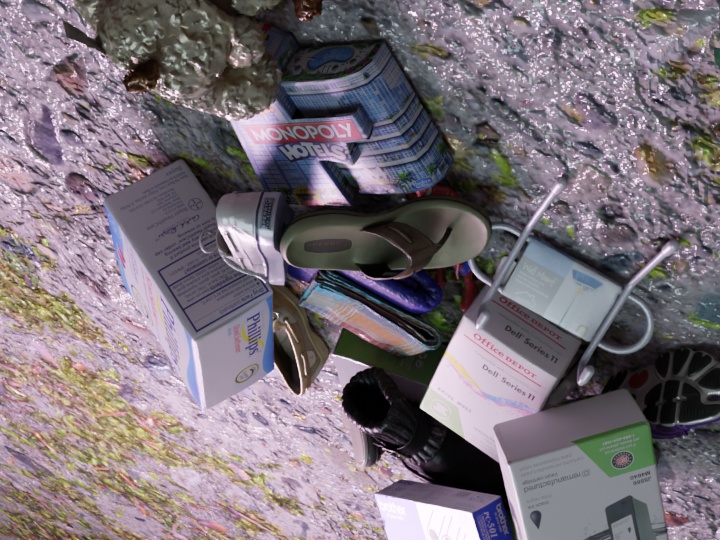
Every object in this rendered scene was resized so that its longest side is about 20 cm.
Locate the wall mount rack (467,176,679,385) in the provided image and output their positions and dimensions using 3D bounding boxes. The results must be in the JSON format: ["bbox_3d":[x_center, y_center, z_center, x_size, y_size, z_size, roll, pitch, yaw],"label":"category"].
[{"bbox_3d":[0.199,0.005,1.242,0.198,0.075,0.175,28,114,0],"label":"wall mount rack"}]

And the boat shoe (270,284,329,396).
[{"bbox_3d":[-0.103,0.074,1.622,0.072,0.064,0.202,8,147,31],"label":"boat shoe"}]

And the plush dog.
[{"bbox_3d":[-0.125,-0.223,1.051,0.199,0.173,0.161,36,-165,-8],"label":"plush dog"}]

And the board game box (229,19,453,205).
[{"bbox_3d":[-0.046,-0.145,1.207,0.198,0.062,0.200,3,144,38],"label":"board game box"}]

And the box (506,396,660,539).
[{"bbox_3d":[0.215,0.274,1.537,0.122,0.202,0.192,37,150,-19],"label":"box"}]

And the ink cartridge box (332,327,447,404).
[{"bbox_3d":[0.071,0.129,1.567,0.197,0.060,0.104,18,151,17],"label":"ink cartridge box"}]

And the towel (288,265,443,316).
[{"bbox_3d":[0.000,0.000,1.388,0.146,0.050,0.200,29,168,-10],"label":"towel"}]

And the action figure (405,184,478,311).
[{"bbox_3d":[0.077,-0.030,1.314,0.065,0.052,0.201,19,149,25],"label":"action figure"}]

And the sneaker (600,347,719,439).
[{"bbox_3d":[0.324,0.132,1.363,0.082,0.082,0.200,21,164,-18],"label":"sneaker"}]

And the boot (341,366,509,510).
[{"bbox_3d":[0.084,0.188,1.490,0.209,0.080,0.158,7,147,45],"label":"boot"}]

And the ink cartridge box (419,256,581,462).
[{"bbox_3d":[0.147,0.094,1.366,0.116,0.067,0.201,33,137,12],"label":"ink cartridge box"}]

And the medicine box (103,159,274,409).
[{"bbox_3d":[-0.184,0.018,1.466,0.201,0.102,0.183,54,161,24],"label":"medicine box"}]

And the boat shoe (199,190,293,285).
[{"bbox_3d":[-0.113,-0.033,1.300,0.085,0.076,0.202,8,171,4],"label":"boat shoe"}]

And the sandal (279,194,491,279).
[{"bbox_3d":[0.025,-0.019,1.237,0.197,0.058,0.081,-7,131,-3],"label":"sandal"}]

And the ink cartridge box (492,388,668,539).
[{"bbox_3d":[0.226,0.240,1.334,0.143,0.084,0.203,-16,111,-1],"label":"ink cartridge box"}]

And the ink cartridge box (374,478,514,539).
[{"bbox_3d":[0.095,0.289,1.467,0.199,0.044,0.095,-4,106,60],"label":"ink cartridge box"}]

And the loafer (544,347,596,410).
[{"bbox_3d":[0.190,0.126,1.467,0.063,0.072,0.200,42,146,5],"label":"loafer"}]

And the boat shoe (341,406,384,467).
[{"bbox_3d":[0.014,0.189,1.647,0.056,0.068,0.200,-2,-170,-7],"label":"boat shoe"}]

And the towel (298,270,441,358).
[{"bbox_3d":[0.006,0.052,1.424,0.145,0.022,0.200,29,168,-4],"label":"towel"}]

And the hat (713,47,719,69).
[{"bbox_3d":[0.347,-0.174,0.867,0.164,0.178,0.200,28,-170,-7],"label":"hat"}]
